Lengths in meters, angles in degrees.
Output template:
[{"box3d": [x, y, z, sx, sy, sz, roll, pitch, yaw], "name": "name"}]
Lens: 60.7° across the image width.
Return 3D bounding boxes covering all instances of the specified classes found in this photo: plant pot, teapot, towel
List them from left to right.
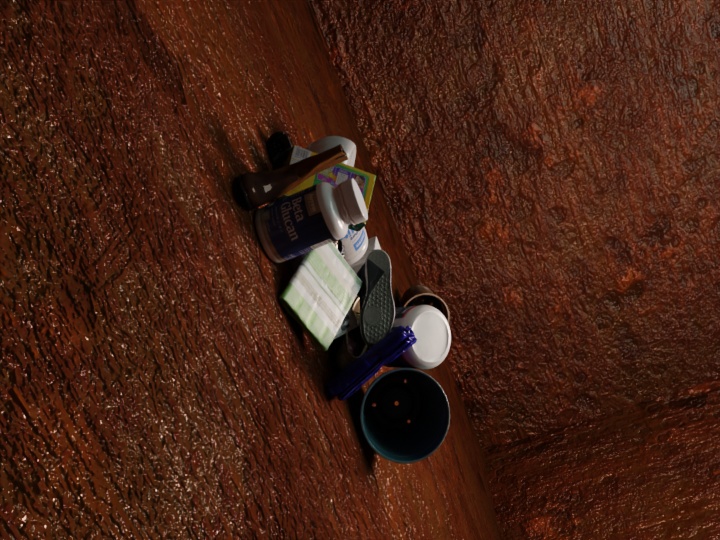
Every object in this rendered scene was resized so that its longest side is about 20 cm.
[{"box3d": [-0.102, -0.259, 1.574, 0.201, 0.143, 0.200, 101, 7, -67], "name": "teapot"}, {"box3d": [-0.077, 0.040, 1.218, 0.150, 0.030, 0.201, 52, 43, -22], "name": "towel"}, {"box3d": [0.030, 0.190, 1.256, 0.050, 0.199, 0.148, 53, 8, 12], "name": "towel"}, {"box3d": [0.091, 0.318, 1.420, 0.188, 0.197, 0.204, 142, -72, -85], "name": "plant pot"}, {"box3d": [0.249, 0.163, 2.514, 0.199, 0.197, 0.203, -102, 169, -75], "name": "plant pot"}]

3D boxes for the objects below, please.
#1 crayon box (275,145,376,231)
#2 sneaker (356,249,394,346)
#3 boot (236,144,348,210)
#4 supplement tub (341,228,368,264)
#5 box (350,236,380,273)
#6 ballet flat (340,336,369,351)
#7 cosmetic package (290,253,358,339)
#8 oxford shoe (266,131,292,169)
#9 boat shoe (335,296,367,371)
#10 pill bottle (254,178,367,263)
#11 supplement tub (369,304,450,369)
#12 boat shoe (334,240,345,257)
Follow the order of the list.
[{"box3d": [-0.073, -0.176, 1.333, 0.058, 0.197, 0.121, 143, -37, -66], "name": "crayon box"}, {"box3d": [0.024, 0.073, 1.352, 0.146, 0.075, 0.207, 129, -33, -70], "name": "sneaker"}, {"box3d": [-0.120, -0.179, 1.154, 0.188, 0.197, 0.070, -18, 88, -79], "name": "boot"}, {"box3d": [-0.064, -0.117, 1.484, 0.201, 0.130, 0.134, 63, 12, -53], "name": "supplement tub"}, {"box3d": [0.000, 0.000, 1.659, 0.201, 0.122, 0.099, -79, 147, -69], "name": "box"}, {"box3d": [-0.016, 0.162, 1.452, 0.068, 0.067, 0.203, 73, 3, -64], "name": "ballet flat"}, {"box3d": [-0.077, 0.040, 1.288, 0.082, 0.050, 0.203, -24, 95, -42], "name": "cosmetic package"}, {"box3d": [-0.152, -0.215, 1.407, 0.084, 0.071, 0.203, 50, 23, -67], "name": "oxford shoe"}, {"box3d": [-0.003, 0.134, 1.383, 0.073, 0.067, 0.202, 22, 49, -13], "name": "boat shoe"}, {"box3d": [-0.090, -0.099, 1.163, 0.111, 0.197, 0.113, -21, 90, -79], "name": "pill bottle"}, {"box3d": [0.102, 0.156, 1.434, 0.199, 0.139, 0.143, -10, -77, 58], "name": "supplement tub"}, {"box3d": [-0.073, -0.037, 1.353, 0.201, 0.072, 0.072, 52, 44, 0], "name": "boat shoe"}]
